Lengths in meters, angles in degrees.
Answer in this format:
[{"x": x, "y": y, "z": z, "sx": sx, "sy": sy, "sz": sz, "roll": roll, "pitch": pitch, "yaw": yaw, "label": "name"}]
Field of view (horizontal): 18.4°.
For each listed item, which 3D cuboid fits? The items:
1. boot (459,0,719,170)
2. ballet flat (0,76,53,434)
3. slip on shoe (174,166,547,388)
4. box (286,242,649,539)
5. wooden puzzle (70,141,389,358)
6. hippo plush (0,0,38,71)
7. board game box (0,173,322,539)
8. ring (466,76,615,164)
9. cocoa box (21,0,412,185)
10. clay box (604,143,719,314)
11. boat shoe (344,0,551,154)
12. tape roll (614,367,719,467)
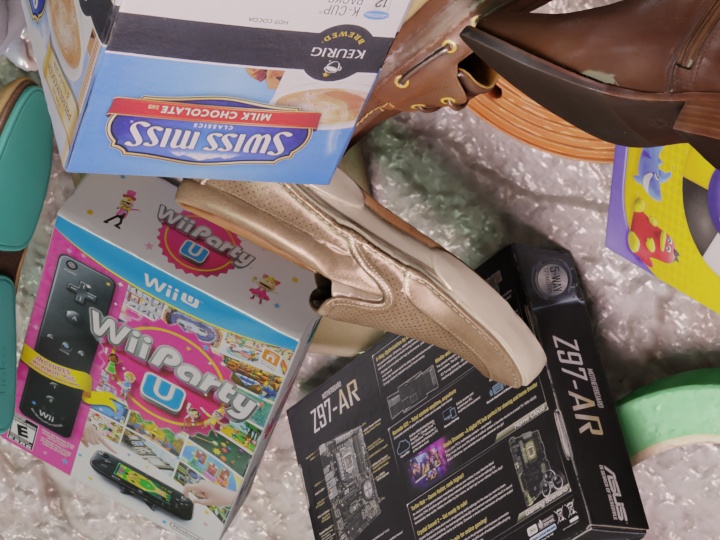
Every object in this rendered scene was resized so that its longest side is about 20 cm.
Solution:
[{"x": 0.157, "y": -0.147, "z": 0.942, "sx": 0.186, "sy": 0.200, "sz": 0.064, "roll": 23, "pitch": 171, "yaw": 36, "label": "boot"}, {"x": -0.212, "y": -0.007, "z": 1.189, "sx": 0.063, "sy": 0.069, "sz": 0.201, "roll": 4, "pitch": 82, "yaw": 22, "label": "ballet flat"}, {"x": 0.000, "y": 0.000, "z": 1.065, "sx": 0.200, "sy": 0.061, "sz": 0.076, "roll": 40, "pitch": 171, "yaw": -15, "label": "slip on shoe"}, {"x": 0.049, "y": 0.103, "z": 1.162, "sx": 0.200, "sy": 0.043, "sz": 0.161, "roll": -39, "pitch": 54, "yaw": 39, "label": "box"}, {"x": -0.081, "y": -0.045, "z": 1.198, "sx": 0.184, "sy": 0.037, "sz": 0.201, "roll": 6, "pitch": 123, "yaw": 25, "label": "wooden puzzle"}, {"x": -0.243, "y": -0.112, "z": 1.155, "sx": 0.160, "sy": 0.200, "sz": 0.160, "roll": -12, "pitch": 90, "yaw": 5, "label": "hippo plush"}, {"x": -0.110, "y": 0.048, "z": 1.228, "sx": 0.147, "sy": 0.064, "sz": 0.200, "roll": 28, "pitch": 135, "yaw": 5, "label": "board game box"}, {"x": 0.106, "y": -0.141, "z": 1.047, "sx": 0.200, "sy": 0.019, "sz": 0.201, "roll": 13, "pitch": 126, "yaw": 19, "label": "ring"}, {"x": -0.075, "y": -0.153, "z": 0.995, "sx": 0.133, "sy": 0.200, "sz": 0.131, "roll": 2, "pitch": 136, "yaw": -25, "label": "cocoa box"}, {"x": 0.187, "y": -0.030, "z": 0.958, "sx": 0.200, "sy": 0.047, "sz": 0.115, "roll": 35, "pitch": 129, "yaw": 52, "label": "clay box"}, {"x": 0.033, "y": -0.104, "z": 1.051, "sx": 0.068, "sy": 0.072, "sz": 0.200, "roll": 44, "pitch": 129, "yaw": -2, "label": "boat shoe"}, {"x": 0.186, "y": 0.152, "z": 1.137, "sx": 0.200, "sy": 0.048, "sz": 0.201, "roll": 3, "pitch": 100, "yaw": 20, "label": "tape roll"}]
